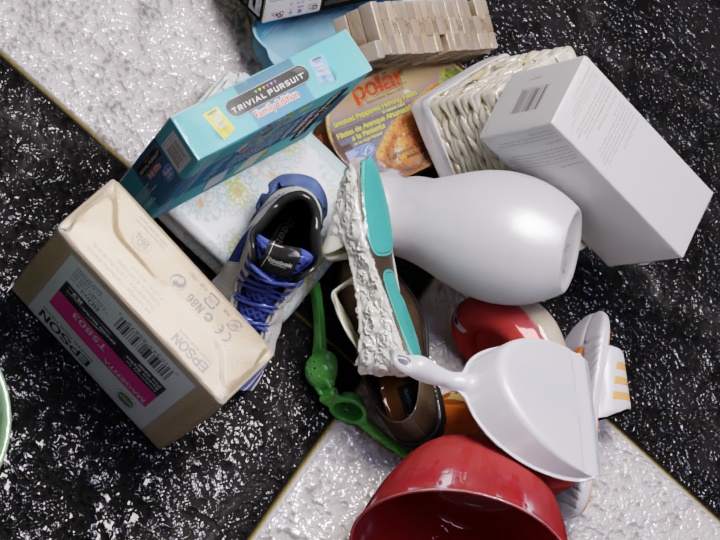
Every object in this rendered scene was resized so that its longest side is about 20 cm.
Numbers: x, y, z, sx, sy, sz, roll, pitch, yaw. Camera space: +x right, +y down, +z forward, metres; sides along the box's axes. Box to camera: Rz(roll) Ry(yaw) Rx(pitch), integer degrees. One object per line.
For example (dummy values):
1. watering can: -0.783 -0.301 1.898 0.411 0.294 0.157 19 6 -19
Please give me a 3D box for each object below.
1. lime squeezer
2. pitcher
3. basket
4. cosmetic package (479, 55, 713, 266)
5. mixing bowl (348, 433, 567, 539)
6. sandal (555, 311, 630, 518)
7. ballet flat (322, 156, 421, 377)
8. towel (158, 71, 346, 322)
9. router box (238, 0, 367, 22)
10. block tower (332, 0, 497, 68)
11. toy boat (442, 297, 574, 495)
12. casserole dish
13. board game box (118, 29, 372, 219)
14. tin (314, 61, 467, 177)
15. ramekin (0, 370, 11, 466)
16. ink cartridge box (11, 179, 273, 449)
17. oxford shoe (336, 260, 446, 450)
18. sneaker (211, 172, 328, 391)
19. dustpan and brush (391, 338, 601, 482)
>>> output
1. lime squeezer: -0.014 0.110 1.643 0.201 0.038 0.071 58 24 5
2. pitcher: 0.107 -0.045 1.646 0.199 0.122 0.172 12 24 18
3. basket: 0.165 -0.110 1.739 0.135 0.123 0.201 -32 104 -34
4. cosmetic package: 0.220 -0.097 1.637 0.200 0.107 0.085 42 63 -27
5. mixing bowl: 0.097 0.218 1.569 0.200 0.200 0.109 30 44 -14
6. sandal: 0.230 0.145 1.731 0.059 0.079 0.208 15 72 -23
7. ballet flat: 0.000 0.000 1.554 0.071 0.072 0.201 -8 81 -30
8. towel: -0.101 -0.072 1.660 0.200 0.048 0.171 43 59 -6
9. router box: -0.052 -0.320 1.747 0.199 0.051 0.149 -17 48 -32
10. block tower: 0.056 -0.233 1.726 0.200 0.054 0.058 -14 88 -49
11. toy boat: 0.129 0.121 1.657 0.130 0.131 0.201 -14 76 -20
12. casserole dish: -0.031 -0.234 1.744 0.121 0.039 0.200 34 46 7
13. board game box: -0.104 -0.128 1.563 0.200 0.151 0.047 -31 86 -32
14. tin: 0.041 -0.150 1.772 0.199 0.042 0.112 -25 87 -33
15. ramekin: -0.386 0.124 1.393 0.199 0.098 0.201 11 65 -24
16. ink cartridge box: -0.188 0.042 1.493 0.200 0.165 0.075 47 58 -3
17. oxford shoe: 0.024 0.061 1.620 0.072 0.084 0.201 -27 64 8
18. sneaker: -0.088 0.007 1.548 0.080 0.115 0.200 24 92 -5
19. dustpan and brush: 0.117 0.104 1.539 0.200 0.057 0.140 28 42 -31
